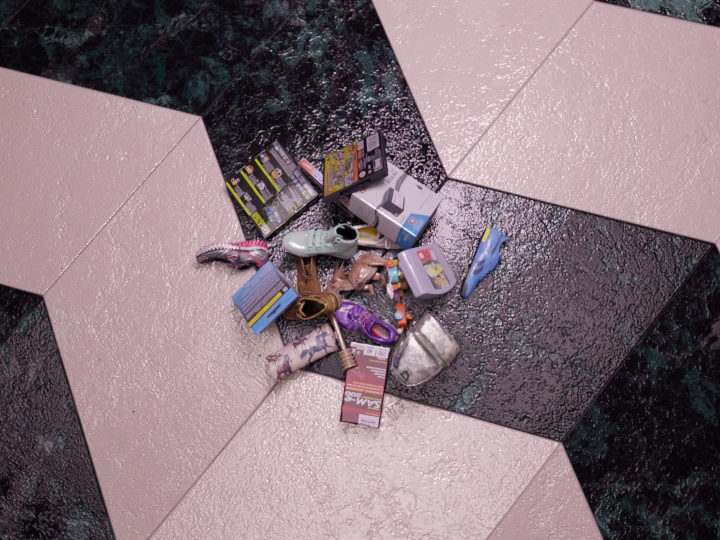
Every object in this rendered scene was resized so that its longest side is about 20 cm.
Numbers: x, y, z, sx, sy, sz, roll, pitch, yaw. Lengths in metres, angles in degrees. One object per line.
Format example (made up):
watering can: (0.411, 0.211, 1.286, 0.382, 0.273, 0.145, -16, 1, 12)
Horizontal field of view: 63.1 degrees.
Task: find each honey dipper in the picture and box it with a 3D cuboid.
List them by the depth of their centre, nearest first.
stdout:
honey dipper: (-0.057, 0.155, 1.510, 0.037, 0.038, 0.204, -19, 73, 0)

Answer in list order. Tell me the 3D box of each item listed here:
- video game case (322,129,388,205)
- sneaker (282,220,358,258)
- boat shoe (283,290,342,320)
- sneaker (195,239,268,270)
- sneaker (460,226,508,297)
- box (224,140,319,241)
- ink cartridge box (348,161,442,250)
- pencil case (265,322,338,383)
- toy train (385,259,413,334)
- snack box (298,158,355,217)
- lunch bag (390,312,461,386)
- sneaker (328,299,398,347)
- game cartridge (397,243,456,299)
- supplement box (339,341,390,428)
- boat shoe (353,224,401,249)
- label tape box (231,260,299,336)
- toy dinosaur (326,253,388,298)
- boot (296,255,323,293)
video game case: (-0.016, -0.268, 1.514, 0.177, 0.026, 0.202, -23, 38, 16)
sneaker: (-0.099, -0.088, 1.493, 0.195, 0.119, 0.075, 4, 64, -10)
boat shoe: (-0.140, 0.091, 1.508, 0.197, 0.067, 0.074, -18, 92, 38)
sneaker: (-0.347, -0.036, 1.580, 0.195, 0.081, 0.077, -5, 83, 2)
sneaker: (0.328, -0.013, 1.549, 0.077, 0.066, 0.204, 25, 83, 3)
box: (-0.243, -0.221, 1.620, 0.192, 0.048, 0.201, -39, 82, -1)
ink cartridge box: (0.087, -0.171, 1.504, 0.198, 0.084, 0.146, 34, 65, 8)
pencil case: (-0.148, 0.213, 1.530, 0.197, 0.089, 0.079, -29, 90, -4)
toy train: (0.105, 0.061, 1.500, 0.054, 0.201, 0.153, -8, 56, 7)
snack box: (-0.087, -0.225, 1.598, 0.199, 0.072, 0.024, 43, 86, 8)
lunch bag: (0.149, 0.212, 1.457, 0.139, 0.200, 0.168, 43, 84, 9)
sneaker: (0.009, 0.133, 1.534, 0.196, 0.083, 0.082, 22, 82, 9)
game cartridge: (0.176, 0.003, 1.497, 0.040, 0.198, 0.136, -28, 83, 34)
supplement box: (0.012, 0.295, 1.521, 0.106, 0.061, 0.205, 7, 83, 5)
boat shoe: (0.058, -0.097, 1.559, 0.196, 0.086, 0.077, 3, 93, 4)
label tape box: (-0.235, 0.083, 1.509, 0.144, 0.063, 0.200, -44, 41, -3)
toy dinosaur: (0.000, 0.000, 1.561, 0.198, 0.087, 0.135, -35, 45, -18)
boot: (-0.141, 0.018, 1.564, 0.072, 0.076, 0.205, -7, 82, 0)
